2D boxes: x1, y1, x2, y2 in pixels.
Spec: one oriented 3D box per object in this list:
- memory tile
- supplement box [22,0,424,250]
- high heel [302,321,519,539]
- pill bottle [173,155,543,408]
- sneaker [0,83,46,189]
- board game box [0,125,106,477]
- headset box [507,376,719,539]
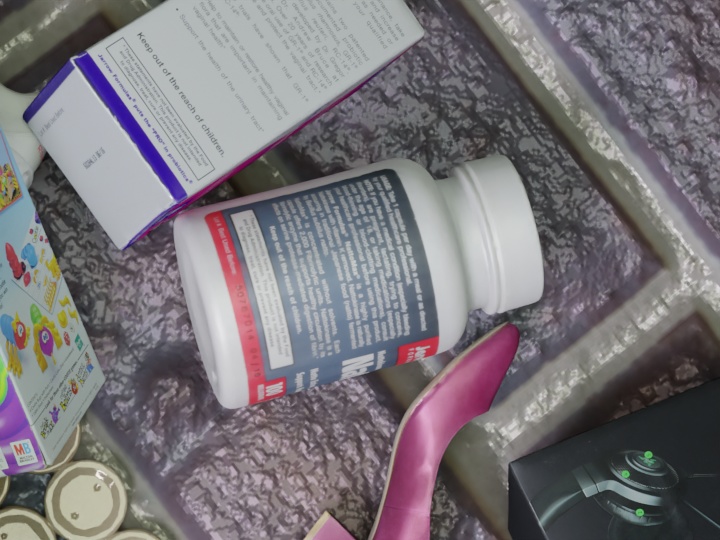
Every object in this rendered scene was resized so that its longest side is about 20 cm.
[{"bbox_3d":[-0.222,0.179,1.483,0.200,0.017,0.154,-36,90,-9],"label":"memory tile"},{"bbox_3d":[-0.078,-0.114,1.459,0.200,0.101,0.104,-37,92,-28],"label":"supplement box"},{"bbox_3d":[0.051,0.129,1.495,0.096,0.067,0.200,39,86,7],"label":"high heel"},{"bbox_3d":[0.000,0.000,1.478,0.199,0.120,0.120,-15,87,-9],"label":"pill bottle"},{"bbox_3d":[-0.267,-0.108,1.483,0.199,0.078,0.100,30,58,1],"label":"sneaker"},{"bbox_3d":[-0.236,0.008,1.403,0.102,0.105,0.201,-12,112,19],"label":"board game box"},{"bbox_3d":[0.197,0.170,1.470,0.199,0.093,0.175,-22,60,-10],"label":"headset box"}]
